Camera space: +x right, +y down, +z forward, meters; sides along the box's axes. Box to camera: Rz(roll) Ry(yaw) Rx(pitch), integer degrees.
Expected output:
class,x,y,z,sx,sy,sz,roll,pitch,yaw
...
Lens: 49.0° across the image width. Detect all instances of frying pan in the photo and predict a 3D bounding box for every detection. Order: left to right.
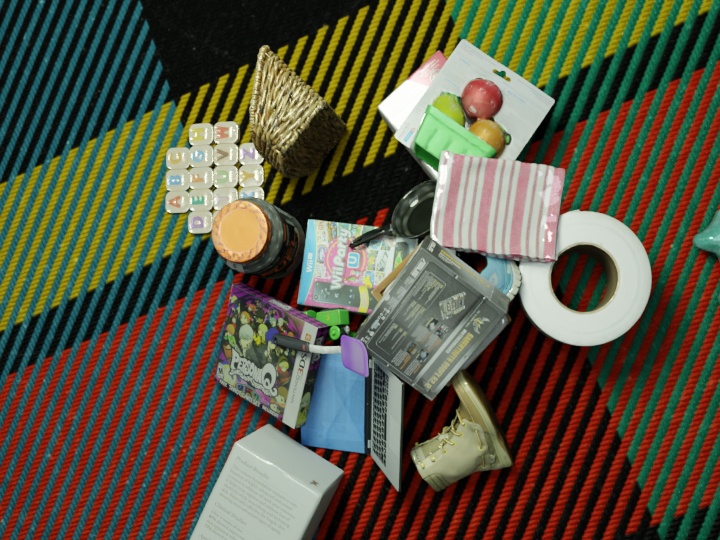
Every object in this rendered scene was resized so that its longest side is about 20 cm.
class,x,y,z,sx,sy,sz,roll,pitch,yaw
frying pan,0.073,-0.071,1.283,0.190,0.031,0.115,-43,37,6

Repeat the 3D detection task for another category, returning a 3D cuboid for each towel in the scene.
class,x,y,z,sx,sy,sz,roll,pitch,yaw
towel,0.205,-0.095,1.178,0.195,0.030,0.150,8,84,-5

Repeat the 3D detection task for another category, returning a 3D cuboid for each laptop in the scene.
class,x,y,z,sx,sy,sz,roll,pitch,yaw
laptop,-0.018,0.238,1.291,0.113,0.200,0.192,-6,108,-20

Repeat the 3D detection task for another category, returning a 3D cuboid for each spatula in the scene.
class,x,y,z,sx,sy,sz,roll,pitch,yaw
spatula,-0.065,0.122,1.243,0.196,0.020,0.058,8,109,33

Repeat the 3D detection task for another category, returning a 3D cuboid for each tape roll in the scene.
class,x,y,z,sx,sy,sz,roll,pitch,yaw
tape roll,0.347,0.017,1.250,0.197,0.139,0.208,-1,86,11

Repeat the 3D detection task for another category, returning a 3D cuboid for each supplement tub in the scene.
class,x,y,z,sx,sy,sz,roll,pitch,yaw
supplement tub,-0.171,-0.053,1.326,0.119,0.200,0.126,-1,86,11

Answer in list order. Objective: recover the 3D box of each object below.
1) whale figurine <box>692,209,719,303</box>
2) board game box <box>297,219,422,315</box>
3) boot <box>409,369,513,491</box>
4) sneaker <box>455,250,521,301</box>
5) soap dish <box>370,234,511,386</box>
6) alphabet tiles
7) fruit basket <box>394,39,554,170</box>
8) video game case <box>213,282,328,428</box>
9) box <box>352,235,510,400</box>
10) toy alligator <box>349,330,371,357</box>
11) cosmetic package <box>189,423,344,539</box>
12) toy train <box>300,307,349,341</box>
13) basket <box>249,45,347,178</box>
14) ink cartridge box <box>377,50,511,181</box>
class,x,y,z,sx,sy,sz,roll,pitch,yaw
whale figurine,0.615,-0.007,1.217,0.159,0.104,0.200,-45,79,5
board game box,0.000,0.000,1.359,0.195,0.064,0.151,7,86,12
boot,0.146,0.264,1.272,0.153,0.073,0.202,-23,121,11
sneaker,0.191,-0.036,1.234,0.088,0.202,0.079,19,128,-20
soap dish,0.128,0.058,1.280,0.157,0.081,0.201,-42,99,-12
alphabet tiles,-0.269,-0.170,1.448,0.191,0.015,0.206,-1,86,11
fruit basket,0.180,-0.239,1.256,0.184,0.094,0.202,34,77,9
video game case,-0.157,0.142,1.341,0.197,0.036,0.185,24,107,30
box,0.104,0.074,1.182,0.157,0.048,0.201,35,119,-1
toy alligator,0.009,0.142,1.347,0.196,0.059,0.055,19,89,12
cosmetic package,-0.153,0.395,1.302,0.165,0.166,0.203,28,95,11
toy train,-0.101,0.098,1.352,0.196,0.041,0.058,-9,82,33
basket,-0.130,-0.254,1.334,0.149,0.200,0.143,42,95,9
ink cartridge box,0.146,-0.241,1.337,0.146,0.083,0.201,-40,80,5
